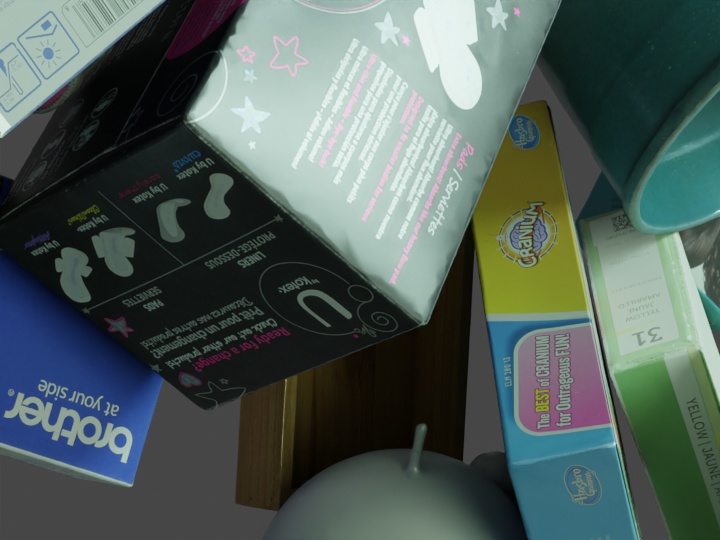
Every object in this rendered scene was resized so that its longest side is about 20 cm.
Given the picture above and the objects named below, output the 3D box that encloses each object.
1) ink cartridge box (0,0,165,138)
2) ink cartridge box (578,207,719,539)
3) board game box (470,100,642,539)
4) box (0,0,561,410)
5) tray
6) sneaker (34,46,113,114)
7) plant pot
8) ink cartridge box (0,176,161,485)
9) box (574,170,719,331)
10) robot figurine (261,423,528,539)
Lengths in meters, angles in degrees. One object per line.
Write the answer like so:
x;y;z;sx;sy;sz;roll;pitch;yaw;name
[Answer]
-0.077;-0.109;0.713;0.200;0.094;0.044;-45;110;-29;ink cartridge box
0.145;0.085;0.967;0.200;0.048;0.146;-93;164;-49;ink cartridge box
0.081;0.052;0.909;0.200;0.040;0.153;-95;171;-49;board game box
-0.022;-0.069;0.813;0.115;0.132;0.200;41;52;-21;box
0.000;0.000;0.953;0.099;0.037;0.200;4;90;-39;tray
-0.124;-0.103;0.801;0.088;0.081;0.200;55;45;-11;sneaker
0.140;-0.151;0.944;0.200;0.200;0.188;-22;68;-36;plant pot
-0.161;0.006;0.812;0.200;0.044;0.094;23;77;-36;ink cartridge box
0.182;-0.075;1.085;0.082;0.049;0.200;41;67;-31;box
0.022;0.152;0.905;0.170;0.113;0.200;-53;142;-35;robot figurine
